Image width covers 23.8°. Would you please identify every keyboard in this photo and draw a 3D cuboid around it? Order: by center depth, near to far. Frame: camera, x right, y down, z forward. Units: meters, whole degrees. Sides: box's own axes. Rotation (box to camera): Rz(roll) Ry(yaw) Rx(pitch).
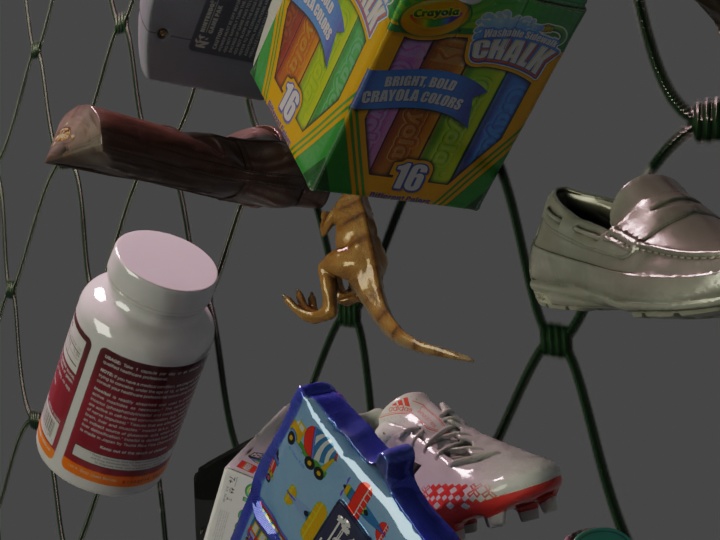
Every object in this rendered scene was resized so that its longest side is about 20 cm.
[{"bbox_3d":[-0.075,0.187,1.260,0.200,0.021,0.127,-32,56,56],"label":"keyboard"}]

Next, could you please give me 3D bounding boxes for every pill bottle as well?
[{"bbox_3d":[-0.184,0.074,1.378,0.113,0.113,0.200,58,134,48],"label":"pill bottle"}]

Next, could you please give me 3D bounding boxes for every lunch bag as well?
[{"bbox_3d":[0.005,0.164,0.967,0.151,0.094,0.200,50,144,29],"label":"lunch bag"}]

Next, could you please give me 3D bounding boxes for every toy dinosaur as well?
[{"bbox_3d":[0.000,0.000,1.117,0.106,0.060,0.200,-50,44,43],"label":"toy dinosaur"}]

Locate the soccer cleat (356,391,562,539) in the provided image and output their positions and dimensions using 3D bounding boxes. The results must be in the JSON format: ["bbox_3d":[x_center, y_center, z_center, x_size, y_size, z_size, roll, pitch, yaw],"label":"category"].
[{"bbox_3d":[0.047,0.112,1.002,0.200,0.069,0.085,-19,83,64],"label":"soccer cleat"}]

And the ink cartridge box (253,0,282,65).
[{"bbox_3d":[0.003,-0.191,1.135,0.117,0.067,0.200,58,133,47],"label":"ink cartridge box"}]

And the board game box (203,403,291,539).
[{"bbox_3d":[-0.080,0.200,1.136,0.126,0.035,0.200,-42,-30,-68],"label":"board game box"}]

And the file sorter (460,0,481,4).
[{"bbox_3d":[0.086,-0.241,0.818,0.200,0.139,0.125,-29,38,39],"label":"file sorter"}]

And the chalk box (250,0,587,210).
[{"bbox_3d":[0.039,-0.154,1.007,0.200,0.124,0.125,-64,35,32],"label":"chalk box"}]

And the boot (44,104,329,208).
[{"bbox_3d":[-0.145,-0.086,1.246,0.186,0.200,0.064,9,93,61],"label":"boot"}]

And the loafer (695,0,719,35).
[{"bbox_3d":[0.183,-0.134,0.800,0.200,0.071,0.073,59,134,48],"label":"loafer"}]

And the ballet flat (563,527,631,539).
[{"bbox_3d":[0.140,0.217,0.834,0.200,0.069,0.071,-111,21,-45],"label":"ballet flat"}]

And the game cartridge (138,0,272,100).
[{"bbox_3d":[-0.083,-0.219,1.228,0.042,0.133,0.200,-109,37,-49],"label":"game cartridge"}]

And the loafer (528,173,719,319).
[{"bbox_3d":[0.146,-0.013,0.847,0.200,0.070,0.070,4,97,61],"label":"loafer"}]
